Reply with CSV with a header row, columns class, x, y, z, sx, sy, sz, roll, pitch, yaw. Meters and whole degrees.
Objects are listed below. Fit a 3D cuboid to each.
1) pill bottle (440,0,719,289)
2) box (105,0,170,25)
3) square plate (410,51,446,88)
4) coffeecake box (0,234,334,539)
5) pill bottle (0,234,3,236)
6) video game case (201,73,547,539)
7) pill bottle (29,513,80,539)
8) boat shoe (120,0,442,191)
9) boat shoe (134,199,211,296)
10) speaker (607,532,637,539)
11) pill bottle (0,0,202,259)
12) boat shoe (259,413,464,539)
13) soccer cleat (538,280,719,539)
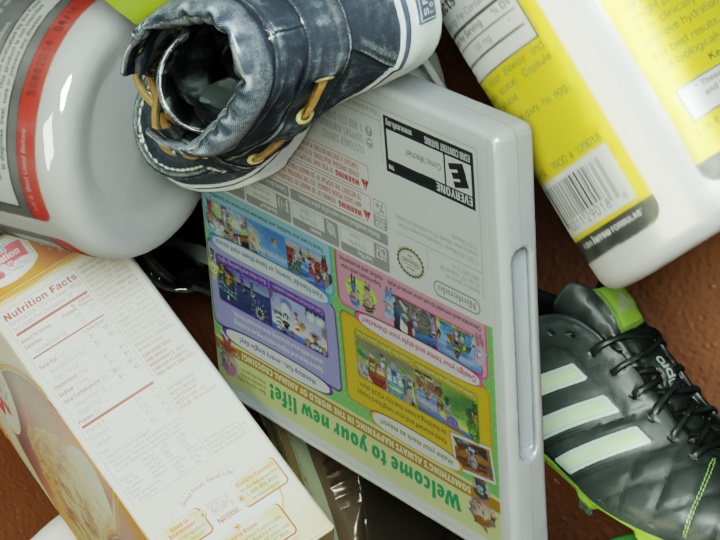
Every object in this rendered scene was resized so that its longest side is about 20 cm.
class,x,y,z,sx,sy,sz,roll,pitch,yaw
pill bottle,0.086,-0.104,0.886,0.111,0.111,0.201,-32,88,45
box,-0.076,-0.159,0.851,0.122,0.048,0.200,41,158,-16
square plate,-0.072,-0.156,0.962,0.197,0.029,0.200,18,154,42
coffeecake box,-0.097,0.088,1.101,0.200,0.073,0.154,52,162,22
pill bottle,-0.243,-0.049,1.207,0.201,0.114,0.114,56,135,5
video game case,0.000,0.000,0.962,0.199,0.022,0.183,27,130,46
pill bottle,-0.086,0.210,1.194,0.200,0.112,0.113,46,134,16
boat shoe,-0.058,-0.070,0.900,0.200,0.090,0.071,-28,84,57
boat shoe,-0.085,-0.030,1.113,0.200,0.063,0.074,12,121,39
speaker,0.134,0.215,1.013,0.088,0.088,0.202,6,114,40
pill bottle,-0.167,-0.079,1.054,0.199,0.116,0.117,14,119,32
boat shoe,0.000,0.109,1.109,0.076,0.071,0.202,-16,92,60
soccer cleat,0.105,0.052,0.982,0.199,0.067,0.082,31,116,27
